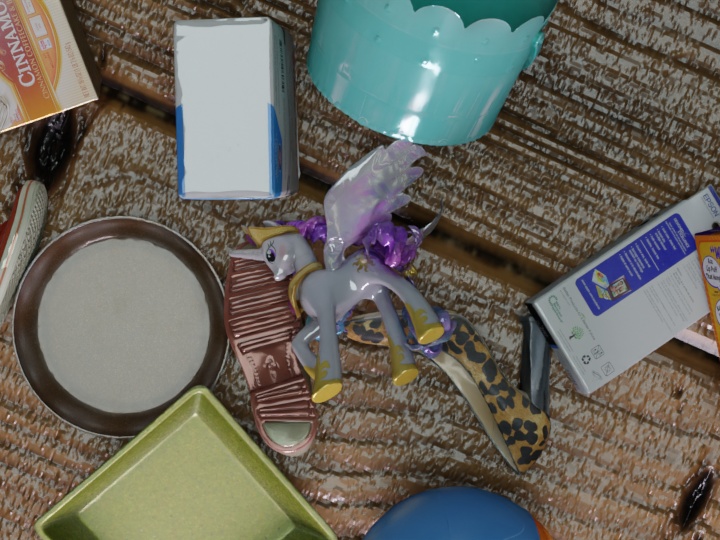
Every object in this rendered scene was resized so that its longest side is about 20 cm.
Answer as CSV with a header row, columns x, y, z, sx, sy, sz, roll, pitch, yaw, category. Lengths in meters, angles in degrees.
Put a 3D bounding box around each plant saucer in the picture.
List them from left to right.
x,y,z,sx,sy,sz,roll,pitch,yaw,category
-0.216,0.051,1.547,0.198,0.032,0.202,0,94,0,plant saucer
-0.156,0.230,1.536,0.200,0.048,0.200,-40,104,3,plant saucer

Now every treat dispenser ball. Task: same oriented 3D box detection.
x,y,z,sx,sy,sz,roll,pitch,yaw,category
0.085,0.289,1.475,0.199,0.201,0.203,0,93,0,treat dispenser ball

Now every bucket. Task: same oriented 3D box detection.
x,y,z,sx,sy,sz,roll,pitch,yaw,category
0.055,-0.212,1.438,0.206,0.208,0.135,20,126,-1,bucket

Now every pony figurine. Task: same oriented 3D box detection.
x,y,z,sx,sy,sz,roll,pitch,yaw,category
0.000,0.000,1.458,0.192,0.167,0.201,-28,58,0,pony figurine

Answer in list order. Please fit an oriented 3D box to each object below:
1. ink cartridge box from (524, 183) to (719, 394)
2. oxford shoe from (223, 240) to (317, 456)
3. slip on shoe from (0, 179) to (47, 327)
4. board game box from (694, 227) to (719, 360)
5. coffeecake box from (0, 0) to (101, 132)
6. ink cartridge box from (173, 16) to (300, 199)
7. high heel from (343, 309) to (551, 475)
x,y,z,sx,sy,sz,roll,pitch,yaw,category
0.255,0.016,1.529,0.199,0.039,0.100,-32,94,-8,ink cartridge box
-0.082,0.072,1.532,0.070,0.074,0.202,-8,74,0,oxford shoe
-0.339,0.007,1.528,0.061,0.074,0.201,28,98,2,slip on shoe
0.430,0.042,1.442,0.198,0.200,0.202,-14,93,-11,board game box
-0.348,-0.197,1.493,0.198,0.073,0.155,-19,111,1,coffeecake box
-0.103,-0.135,1.452,0.083,0.200,0.147,-2,93,3,ink cartridge box
0.078,0.108,1.526,0.198,0.071,0.144,4,87,-9,high heel
